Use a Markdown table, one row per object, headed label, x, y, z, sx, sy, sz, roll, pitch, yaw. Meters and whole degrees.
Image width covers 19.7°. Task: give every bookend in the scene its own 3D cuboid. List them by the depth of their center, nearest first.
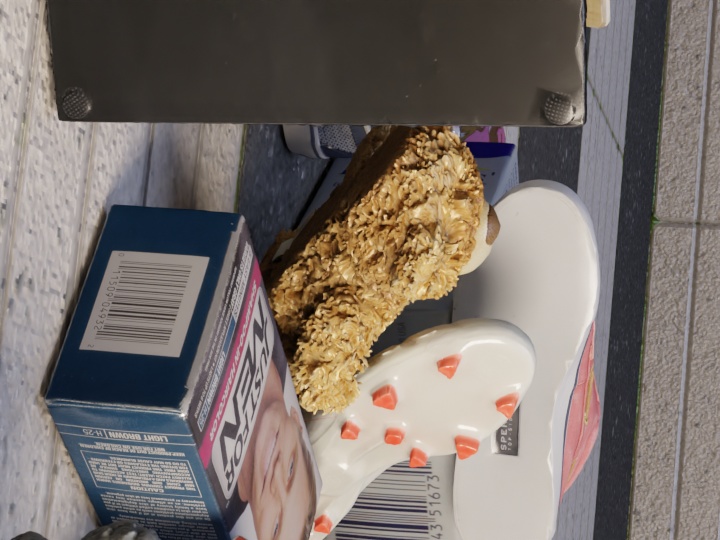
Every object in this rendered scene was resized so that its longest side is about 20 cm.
| label | x | y | z | sx | sy | sz | roll | pitch | yaw |
| --- | --- | --- | --- | --- | --- | --- | --- | --- | --- |
| bookend | 0.003 | -0.125 | 0.818 | 0.200 | 0.198 | 0.092 | -53 | 142 | -68 |

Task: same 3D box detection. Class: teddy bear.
| label | x | y | z | sx | sy | sz | roll | pitch | yaw |
| --- | --- | --- | --- | --- | --- | --- | --- | --- | --- |
| teddy bear | 0.000 | 0.000 | 0.951 | 0.200 | 0.067 | 0.145 | -46 | -165 | 35 |

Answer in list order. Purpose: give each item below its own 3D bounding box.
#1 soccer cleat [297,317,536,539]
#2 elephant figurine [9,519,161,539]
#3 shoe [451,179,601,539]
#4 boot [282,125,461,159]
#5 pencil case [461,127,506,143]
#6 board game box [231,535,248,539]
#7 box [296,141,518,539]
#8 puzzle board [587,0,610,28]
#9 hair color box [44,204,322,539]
| label | x | y | z | sx | sy | sz | roll | pitch | yaw |
| --- | --- | --- | --- | --- | --- | --- | --- | --- | --- |
| soccer cleat | 0.008 | 0.067 | 0.998 | 0.069 | 0.200 | 0.078 | 34 | 40 | -21 |
| elephant figurine | -0.125 | 0.143 | 0.570 | 0.142 | 0.155 | 0.200 | -46 | 164 | 18 |
| shoe | 0.087 | 0.043 | 1.059 | 0.091 | 0.071 | 0.201 | -47 | 143 | -68 |
| boot | 0.003 | -0.145 | 1.043 | 0.073 | 0.090 | 0.200 | -70 | 159 | -49 |
| pencil case | 0.039 | -0.119 | 1.213 | 0.200 | 0.086 | 0.083 | 76 | 34 | -53 |
| board game box | -0.075 | 0.207 | 0.827 | 0.103 | 0.019 | 0.200 | -41 | 146 | -40 |
| box | 0.025 | 0.049 | 1.155 | 0.200 | 0.105 | 0.184 | -63 | 152 | -58 |
| puzzle board | 0.048 | -0.208 | 1.028 | 0.017 | 0.200 | 0.151 | -20 | 115 | -37 |
| hair color box | -0.068 | 0.074 | 0.871 | 0.200 | 0.060 | 0.100 | 77 | 22 | -51 |
